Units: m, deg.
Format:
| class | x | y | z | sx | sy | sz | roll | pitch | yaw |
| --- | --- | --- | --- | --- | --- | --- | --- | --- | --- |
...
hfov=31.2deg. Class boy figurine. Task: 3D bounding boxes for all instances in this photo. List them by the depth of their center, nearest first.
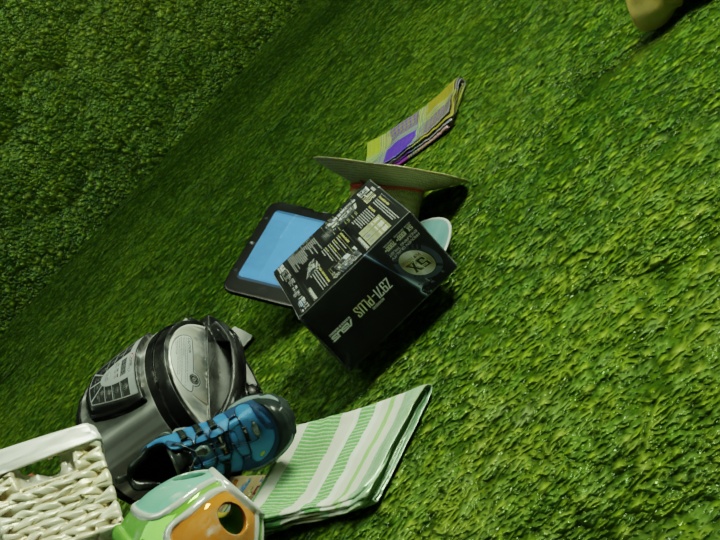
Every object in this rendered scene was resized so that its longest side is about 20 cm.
| class | x | y | z | sx | sy | sz | roll | pitch | yaw |
| --- | --- | --- | --- | --- | --- | --- | --- | --- | --- |
| boy figurine | 0.391 | -0.359 | 1.497 | 0.199 | 0.065 | 0.125 | -37 | 22 | 11 |

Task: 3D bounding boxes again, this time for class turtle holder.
| class | x | y | z | sx | sy | sz | roll | pitch | yaw |
| --- | --- | --- | --- | --- | --- | --- | --- | --- | --- |
| turtle holder | -0.154 | 0.261 | 1.217 | 0.132 | 0.140 | 0.186 | -50 | -15 | -10 |

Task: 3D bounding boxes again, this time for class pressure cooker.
| class | x | y | z | sx | sy | sz | roll | pitch | yaw |
| --- | --- | --- | --- | --- | --- | --- | --- | --- | --- |
| pressure cooker | -0.205 | 0.155 | 1.480 | 0.199 | 0.177 | 0.178 | -34 | -6 | 26 |

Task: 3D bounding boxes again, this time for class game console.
| class | x | y | z | sx | sy | sz | roll | pitch | yaw |
| --- | --- | --- | --- | --- | --- | --- | --- | --- | --- |
| game console | -0.064 | -0.047 | 1.696 | 0.176 | 0.116 | 0.201 | -44 | 14 | 41 |

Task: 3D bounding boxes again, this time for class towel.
| class | x | y | z | sx | sy | sz | roll | pitch | yaw |
| --- | --- | --- | --- | --- | --- | --- | --- | --- | --- |
| towel | -0.029 | 0.186 | 1.258 | 0.199 | 0.023 | 0.153 | -24 | 25 | 44 |
| towel | 0.073 | -0.204 | 1.907 | 0.199 | 0.023 | 0.144 | -33 | 22 | 30 |

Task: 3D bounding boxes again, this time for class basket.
| class | x | y | z | sx | sy | sz | roll | pitch | yaw |
| --- | --- | --- | --- | --- | --- | --- | --- | --- | --- |
| basket | -0.320 | 0.277 | 1.359 | 0.134 | 0.124 | 0.201 | -16 | -35 | -20 |

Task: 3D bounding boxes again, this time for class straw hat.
| class | x | y | z | sx | sy | sz | roll | pitch | yaw |
| --- | --- | --- | --- | --- | --- | --- | --- | --- | --- |
| straw hat | 0.031 | -0.084 | 1.596 | 0.201 | 0.198 | 0.087 | -169 | 86 | -68 |

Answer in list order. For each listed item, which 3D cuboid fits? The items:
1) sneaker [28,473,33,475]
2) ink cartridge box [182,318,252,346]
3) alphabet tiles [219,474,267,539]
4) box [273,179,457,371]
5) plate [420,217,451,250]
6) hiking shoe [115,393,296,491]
| class | x | y | z | sx | sy | sz | roll | pitch | yaw |
| --- | --- | --- | --- | --- | --- | --- | --- | --- | --- |
| sneaker | -0.483 | 0.339 | 1.843 | 0.085 | 0.077 | 0.200 | -40 | 18 | -4 |
| ink cartridge box | -0.249 | 0.136 | 1.786 | 0.200 | 0.067 | 0.116 | -48 | 18 | -11 |
| alphabet tiles | -0.150 | 0.282 | 1.350 | 0.199 | 0.006 | 0.167 | -16 | 34 | 56 |
| box | 0.000 | 0.000 | 1.433 | 0.164 | 0.086 | 0.200 | -44 | 18 | 0 |
| plate | 0.036 | 0.018 | 1.497 | 0.199 | 0.026 | 0.201 | -38 | 19 | 16 |
| hiking shoe | -0.151 | 0.186 | 1.311 | 0.198 | 0.075 | 0.086 | -25 | 2 | 30 |
